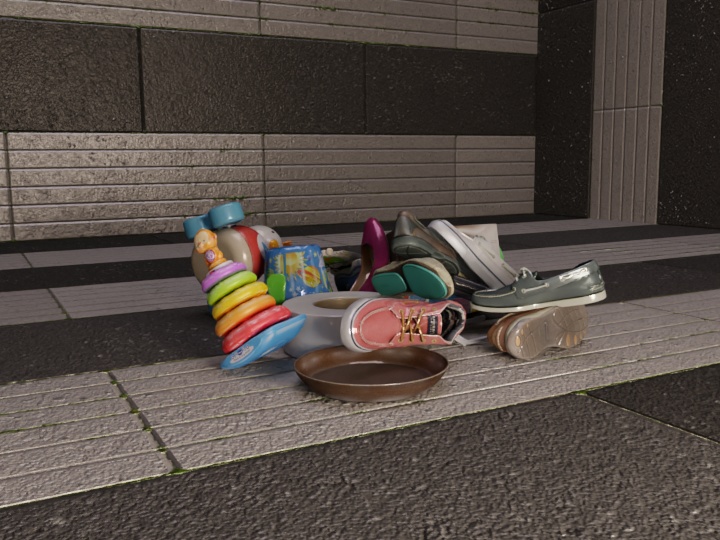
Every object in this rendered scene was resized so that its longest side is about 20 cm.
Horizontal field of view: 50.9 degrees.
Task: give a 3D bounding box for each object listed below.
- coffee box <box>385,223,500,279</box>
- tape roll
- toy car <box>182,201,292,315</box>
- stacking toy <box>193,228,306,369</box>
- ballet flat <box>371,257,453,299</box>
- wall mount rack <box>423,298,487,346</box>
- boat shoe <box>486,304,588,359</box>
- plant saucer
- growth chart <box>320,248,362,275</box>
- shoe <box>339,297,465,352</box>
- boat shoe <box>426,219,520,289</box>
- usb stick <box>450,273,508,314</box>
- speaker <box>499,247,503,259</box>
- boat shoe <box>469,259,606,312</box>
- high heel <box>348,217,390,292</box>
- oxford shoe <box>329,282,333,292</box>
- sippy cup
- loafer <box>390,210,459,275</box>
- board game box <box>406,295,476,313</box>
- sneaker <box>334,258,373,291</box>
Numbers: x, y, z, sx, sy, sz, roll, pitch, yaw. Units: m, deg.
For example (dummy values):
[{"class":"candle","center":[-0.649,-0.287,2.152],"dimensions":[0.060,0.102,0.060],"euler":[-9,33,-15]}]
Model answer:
[{"class":"coffee box","center":[0.146,-0.018,1.359],"dimensions":[0.199,0.115,0.080],"euler":[-3,-7,-20]},{"class":"tape roll","center":[-0.020,0.083,1.164],"dimensions":[0.201,0.071,0.202],"euler":[-1,8,0]},{"class":"toy car","center":[-0.199,-0.037,1.425],"dimensions":[0.199,0.186,0.176],"euler":[-21,4,-43]},{"class":"stacking toy","center":[-0.179,0.028,1.063],"dimensions":[0.116,0.201,0.110],"euler":[-34,-7,28]},{"class":"ballet flat","center":[0.086,0.003,1.138],"dimensions":[0.062,0.068,0.200],"euler":[-35,18,-26]},{"class":"wall mount rack","center":[0.149,0.076,1.223],"dimensions":[0.173,0.075,0.200],"euler":[32,-2,-20]},{"class":"boat shoe","center":[0.270,0.082,1.145],"dimensions":[0.199,0.076,0.072],"euler":[-5,7,-39]},{"class":"plant saucer","center":[0.013,0.131,0.970],"dimensions":[0.199,0.032,0.200],"euler":[0,8,0]},{"class":"growth chart","center":[-0.035,-0.013,1.475],"dimensions":[0.199,0.018,0.144],"euler":[10,-19,-38]},{"class":"shoe","center":[0.063,0.070,1.025],"dimensions":[0.091,0.072,0.200],"euler":[-2,1,36]},{"class":"boat shoe","center":[0.196,-0.027,1.299],"dimensions":[0.067,0.200,0.073],"euler":[-50,21,-13]},{"class":"usb stick","center":[0.231,0.053,1.262],"dimensions":[0.199,0.033,0.055],"euler":[20,-10,-6]},{"class":"speaker","center":[0.172,-0.011,1.458],"dimensions":[0.199,0.089,0.088],"euler":[-4,9,-20]},{"class":"boat shoe","center":[0.258,0.022,1.123],"dimensions":[0.199,0.062,0.073],"euler":[-7,10,19]},{"class":"high heel","center":[0.000,0.000,1.317],"dimensions":[0.096,0.201,0.067],"euler":[3,-21,-23]},{"class":"oxford shoe","center":[-0.120,0.033,1.499],"dimensions":[0.071,0.073,0.199],"euler":[-9,11,-43]},{"class":"sippy cup","center":[-0.111,0.023,1.310],"dimensions":[0.139,0.131,0.178],"euler":[-7,2,-20]},{"class":"loafer","center":[0.110,-0.039,1.222],"dimensions":[0.071,0.063,0.200],"euler":[-8,-19,26]},{"class":"board game box","center":[0.180,0.049,1.485],"dimensions":[0.199,0.041,0.153],"euler":[-8,11,-42]},{"class":"sneaker","center":[-0.004,0.038,1.458],"dimensions":[0.078,0.090,0.200],"euler":[2,-13,-14]}]
